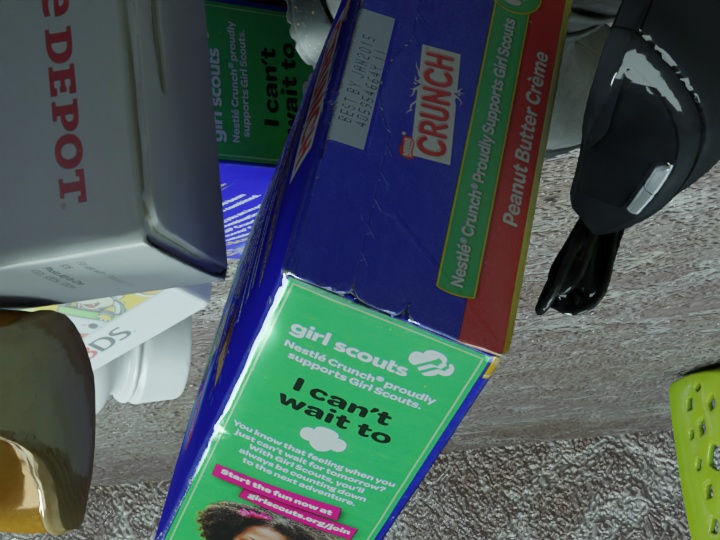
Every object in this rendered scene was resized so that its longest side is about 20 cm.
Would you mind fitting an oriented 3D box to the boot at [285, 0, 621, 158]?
[{"bbox_3d":[0.080,-0.098,0.847,0.131,0.070,0.200,-18,165,39],"label":"boot"}]

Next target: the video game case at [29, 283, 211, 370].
[{"bbox_3d":[-0.207,0.008,1.095,0.182,0.023,0.200,-29,137,33],"label":"video game case"}]

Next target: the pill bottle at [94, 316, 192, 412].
[{"bbox_3d":[-0.204,0.033,1.255,0.199,0.114,0.113,-2,169,-20],"label":"pill bottle"}]

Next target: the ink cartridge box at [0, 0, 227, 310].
[{"bbox_3d":[-0.152,-0.058,0.709,0.199,0.146,0.087,-9,170,14],"label":"ink cartridge box"}]

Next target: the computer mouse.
[{"bbox_3d":[0.110,-0.070,0.704,0.046,0.141,0.200,24,156,9],"label":"computer mouse"}]

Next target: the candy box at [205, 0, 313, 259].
[{"bbox_3d":[-0.054,-0.056,0.970,0.200,0.077,0.169,1,168,-41],"label":"candy box"}]

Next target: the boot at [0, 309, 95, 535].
[{"bbox_3d":[-0.169,0.045,0.696,0.144,0.071,0.201,-1,168,8],"label":"boot"}]

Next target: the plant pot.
[{"bbox_3d":[0.445,0.179,2.238,0.198,0.201,0.182,-3,162,-14],"label":"plant pot"}]

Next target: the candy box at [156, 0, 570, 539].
[{"bbox_3d":[0.000,0.000,0.762,0.077,0.169,0.200,18,144,-5],"label":"candy box"}]
